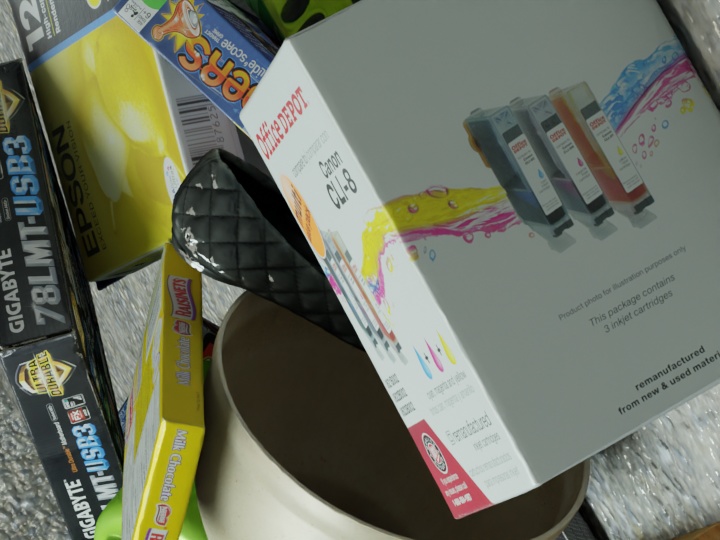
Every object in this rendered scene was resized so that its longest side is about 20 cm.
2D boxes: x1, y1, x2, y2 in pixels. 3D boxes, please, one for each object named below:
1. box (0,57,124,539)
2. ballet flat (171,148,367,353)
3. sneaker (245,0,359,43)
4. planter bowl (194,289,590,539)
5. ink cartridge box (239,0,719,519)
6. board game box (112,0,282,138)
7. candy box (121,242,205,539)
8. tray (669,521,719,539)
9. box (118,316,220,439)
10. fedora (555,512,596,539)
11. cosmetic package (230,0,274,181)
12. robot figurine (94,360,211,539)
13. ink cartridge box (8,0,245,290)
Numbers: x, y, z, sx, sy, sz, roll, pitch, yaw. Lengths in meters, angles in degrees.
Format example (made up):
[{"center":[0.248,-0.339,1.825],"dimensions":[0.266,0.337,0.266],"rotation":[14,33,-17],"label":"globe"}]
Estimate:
[{"center":[-0.176,0.019,1.646],"dimensions":[0.199,0.049,0.201],"rotation":[77,177,-54],"label":"box"},{"center":[0.000,0.000,1.463],"dimensions":[0.067,0.199,0.057],"rotation":[-82,16,-53],"label":"ballet flat"},{"center":[-0.057,-0.188,1.447],"dimensions":[0.084,0.074,0.201],"rotation":[25,142,61],"label":"sneaker"},{"center":[-0.001,0.113,1.485],"dimensions":[0.200,0.200,0.135],"rotation":[53,133,31],"label":"planter bowl"},{"center":[0.064,-0.026,1.184],"dimensions":[0.201,0.144,0.145],"rotation":[62,166,4],"label":"ink cartridge box"},{"center":[-0.036,-0.083,1.440],"dimensions":[0.135,0.034,0.200],"rotation":[43,-174,13],"label":"board game box"},{"center":[-0.100,0.073,1.482],"dimensions":[0.200,0.026,0.103],"rotation":[-97,18,-64],"label":"candy box"},{"center":[0.165,0.184,1.452],"dimensions":[0.099,0.037,0.200],"rotation":[60,167,5],"label":"tray"},{"center":[-0.063,0.127,1.769],"dimensions":[0.200,0.137,0.040],"rotation":[32,-176,-33],"label":"box"},{"center":[0.069,0.167,1.642],"dimensions":[0.200,0.090,0.177],"rotation":[52,163,35],"label":"fedora"},{"center":[-0.072,-0.105,1.666],"dimensions":[0.201,0.071,0.101],"rotation":[59,165,7],"label":"cosmetic package"},{"center":[-0.068,0.135,1.626],"dimensions":[0.115,0.200,0.176],"rotation":[9,132,37],"label":"robot figurine"},{"center":[-0.143,-0.099,1.617],"dimensions":[0.200,0.047,0.199],"rotation":[-24,82,54],"label":"ink cartridge box"}]
